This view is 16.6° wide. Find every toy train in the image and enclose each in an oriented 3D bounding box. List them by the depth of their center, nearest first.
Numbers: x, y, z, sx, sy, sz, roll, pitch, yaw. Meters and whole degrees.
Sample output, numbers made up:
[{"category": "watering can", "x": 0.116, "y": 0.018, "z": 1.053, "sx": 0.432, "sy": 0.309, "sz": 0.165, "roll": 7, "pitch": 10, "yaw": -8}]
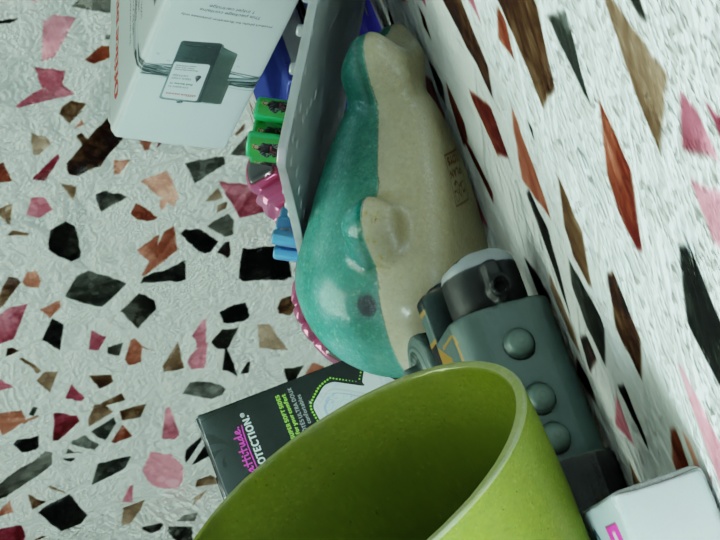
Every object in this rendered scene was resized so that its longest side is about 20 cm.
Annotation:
[{"category": "toy train", "x": 0.085, "y": 0.086, "z": 1.288, "sx": 0.114, "sy": 0.085, "sz": 0.200, "roll": 118, "pitch": 136, "yaw": -67}]

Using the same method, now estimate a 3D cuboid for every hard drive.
[{"category": "hard drive", "x": -0.055, "y": -0.138, "z": 1.665, "sx": 0.200, "sy": 0.025, "sz": 0.132, "roll": -109, "pitch": 11, "yaw": -46}]

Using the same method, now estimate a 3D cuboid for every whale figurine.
[{"category": "whale figurine", "x": 0.008, "y": -0.037, "z": 1.410, "sx": 0.159, "sy": 0.104, "sz": 0.200, "roll": -36, "pitch": -63, "yaw": -69}]

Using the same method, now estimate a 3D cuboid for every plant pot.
[{"category": "plant pot", "x": 0.046, "y": 0.177, "z": 1.128, "sx": 0.200, "sy": 0.187, "sz": 0.187, "roll": 55, "pitch": -179, "yaw": -19}]

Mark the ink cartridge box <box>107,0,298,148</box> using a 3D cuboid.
[{"category": "ink cartridge box", "x": -0.099, "y": -0.191, "z": 1.569, "sx": 0.200, "sy": 0.083, "sz": 0.147, "roll": 123, "pitch": 150, "yaw": -55}]

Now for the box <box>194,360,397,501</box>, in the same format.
[{"category": "box", "x": 0.012, "y": 0.122, "z": 1.562, "sx": 0.149, "sy": 0.200, "sz": 0.125, "roll": 91, "pitch": 158, "yaw": -79}]

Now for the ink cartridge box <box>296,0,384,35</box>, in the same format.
[{"category": "ink cartridge box", "x": -0.011, "y": -0.150, "z": 1.660, "sx": 0.200, "sy": 0.043, "sz": 0.198, "roll": 80, "pitch": 170, "yaw": -63}]

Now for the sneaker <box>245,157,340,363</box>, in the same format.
[{"category": "sneaker", "x": -0.011, "y": -0.007, "z": 1.711, "sx": 0.095, "sy": 0.079, "sz": 0.200, "roll": 50, "pitch": -163, "yaw": -55}]

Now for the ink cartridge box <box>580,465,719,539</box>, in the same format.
[{"category": "ink cartridge box", "x": 0.150, "y": 0.180, "z": 1.096, "sx": 0.200, "sy": 0.043, "sz": 0.174, "roll": 94, "pitch": 157, "yaw": -81}]

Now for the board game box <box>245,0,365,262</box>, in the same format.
[{"category": "board game box", "x": -0.029, "y": -0.122, "z": 1.428, "sx": 0.200, "sy": 0.026, "sz": 0.200, "roll": 80, "pitch": -160, "yaw": -72}]
